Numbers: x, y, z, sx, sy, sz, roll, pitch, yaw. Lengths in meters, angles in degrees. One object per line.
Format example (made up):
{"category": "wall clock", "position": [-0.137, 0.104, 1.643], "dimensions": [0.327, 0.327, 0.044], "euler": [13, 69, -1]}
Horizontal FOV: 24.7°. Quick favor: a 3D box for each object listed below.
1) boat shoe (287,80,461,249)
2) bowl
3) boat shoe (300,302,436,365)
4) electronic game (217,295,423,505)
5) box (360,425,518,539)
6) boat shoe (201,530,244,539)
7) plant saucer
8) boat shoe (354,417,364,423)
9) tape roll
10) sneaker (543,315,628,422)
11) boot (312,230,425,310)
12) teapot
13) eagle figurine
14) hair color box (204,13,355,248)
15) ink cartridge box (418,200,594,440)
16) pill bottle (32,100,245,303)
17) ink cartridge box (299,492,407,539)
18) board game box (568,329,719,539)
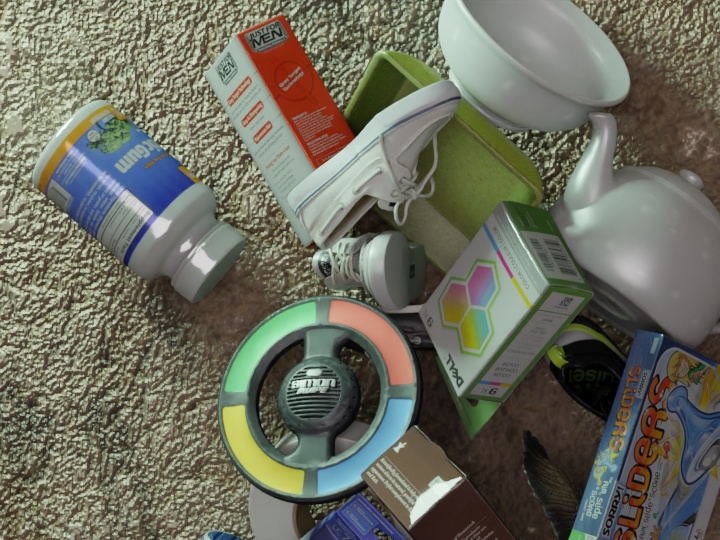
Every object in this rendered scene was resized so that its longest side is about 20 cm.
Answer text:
{"category": "boat shoe", "position": [0.024, -0.081, 1.450], "dimensions": [0.202, 0.074, 0.086], "euler": [-37, 76, 28]}
{"category": "bowl", "position": [0.145, -0.193, 1.531], "dimensions": [0.201, 0.201, 0.091], "euler": [40, 121, 5]}
{"category": "boat shoe", "position": [0.034, 0.063, 1.594], "dimensions": [0.198, 0.074, 0.061], "euler": [-7, 85, 0]}
{"category": "electronic game", "position": [-0.038, 0.117, 1.518], "dimensions": [0.199, 0.042, 0.201], "euler": [-8, 65, 16]}
{"category": "box", "position": [0.093, 0.241, 1.471], "dimensions": [0.075, 0.100, 0.200], "euler": [-40, 124, -6]}
{"category": "boat shoe", "position": [-0.093, 0.341, 1.614], "dimensions": [0.200, 0.072, 0.072], "euler": [42, 105, 10]}
{"category": "plant saucer", "position": [0.073, -0.101, 1.549], "dimensions": [0.200, 0.200, 0.048], "euler": [42, 58, 5]}
{"category": "boat shoe", "position": [0.031, 0.209, 1.597], "dimensions": [0.200, 0.067, 0.057], "euler": [40, 91, 2]}
{"category": "tape roll", "position": [-0.009, 0.237, 1.575], "dimensions": [0.201, 0.037, 0.204], "euler": [9, 117, 17]}
{"category": "sneaker", "position": [0.236, 0.123, 1.492], "dimensions": [0.200, 0.083, 0.072], "euler": [35, 117, -20]}
{"category": "boot", "position": [0.000, 0.000, 1.531], "dimensions": [0.095, 0.200, 0.074], "euler": [1, 87, 11]}
{"category": "teapot", "position": [0.269, -0.025, 1.510], "dimensions": [0.197, 0.200, 0.146], "euler": [35, 82, 18]}
{"category": "eagle figurine", "position": [0.225, 0.248, 1.543], "dimensions": [0.150, 0.151, 0.202], "euler": [4, 97, 28]}
{"category": "hair color box", "position": [-0.064, -0.132, 1.582], "dimensions": [0.061, 0.101, 0.201], "euler": [-29, 87, -29]}
{"category": "ink cartridge box", "position": [0.113, 0.047, 1.471], "dimensions": [0.200, 0.059, 0.104], "euler": [-55, 43, 32]}
{"category": "pill bottle", "position": [-0.211, -0.063, 1.604], "dimensions": [0.200, 0.112, 0.112], "euler": [39, 96, 5]}
{"category": "ink cartridge box", "position": [-0.032, 0.312, 1.540], "dimensions": [0.200, 0.042, 0.119], "euler": [-43, 92, 18]}
{"category": "board game box", "position": [0.265, 0.169, 1.451], "dimensions": [0.135, 0.034, 0.201], "euler": [24, 81, -37]}
